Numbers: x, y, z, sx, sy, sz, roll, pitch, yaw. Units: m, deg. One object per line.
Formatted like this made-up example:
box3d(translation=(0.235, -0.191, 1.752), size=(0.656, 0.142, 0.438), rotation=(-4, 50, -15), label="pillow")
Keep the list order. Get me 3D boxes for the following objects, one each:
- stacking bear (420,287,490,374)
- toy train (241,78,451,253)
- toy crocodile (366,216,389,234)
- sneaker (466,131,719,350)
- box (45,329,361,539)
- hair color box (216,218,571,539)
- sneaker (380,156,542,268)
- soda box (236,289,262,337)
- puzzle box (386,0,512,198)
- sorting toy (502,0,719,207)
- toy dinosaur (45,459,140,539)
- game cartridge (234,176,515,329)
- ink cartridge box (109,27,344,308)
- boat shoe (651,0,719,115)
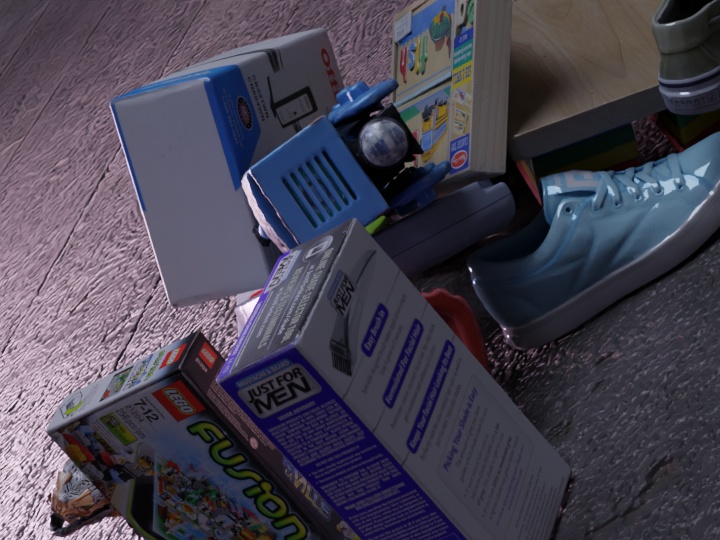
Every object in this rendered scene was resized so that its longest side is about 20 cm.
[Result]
box3d(translation=(0.005, 0.075, 1.421), size=(0.121, 0.114, 0.200), rotation=(-21, 6, -9), label="stacking bear")
box3d(translation=(-0.015, -0.056, 1.414), size=(0.114, 0.087, 0.200), rotation=(-33, 2, -6), label="toy train")
box3d(translation=(0.043, -0.083, 1.750), size=(0.067, 0.062, 0.200), rotation=(24, 64, 24), label="toy crocodile")
box3d(translation=(0.153, -0.035, 1.416), size=(0.200, 0.082, 0.074), rotation=(-38, 21, 9), label="sneaker")
box3d(translation=(-0.073, 0.132, 1.300), size=(0.110, 0.200, 0.035), rotation=(-26, 24, 34), label="box")
box3d(translation=(0.022, 0.084, 1.230), size=(0.065, 0.200, 0.110), rotation=(-25, 25, 35), label="hair color box")
box3d(translation=(0.086, -0.058, 1.586), size=(0.199, 0.082, 0.073), rotation=(-19, 26, 43), label="sneaker")
box3d(translation=(-0.047, 0.022, 1.685), size=(0.068, 0.064, 0.200), rotation=(-36, 20, 11), label="soda box")
box3d(translation=(0.056, -0.117, 1.496), size=(0.200, 0.025, 0.134), rotation=(161, 111, -75), label="puzzle box")
box3d(translation=(0.172, -0.128, 1.513), size=(0.198, 0.070, 0.200), rotation=(-20, 28, -2), label="sorting toy")
box3d(translation=(-0.126, 0.126, 1.500), size=(0.199, 0.102, 0.136), rotation=(-12, -40, -32), label="toy dinosaur")
box3d(translation=(0.000, 0.000, 1.448), size=(0.133, 0.042, 0.200), rotation=(-33, 3, -27), label="game cartridge")
box3d(translation=(-0.074, -0.075, 1.577), size=(0.084, 0.147, 0.200), rotation=(-13, 10, 26), label="ink cartridge box")
box3d(translation=(0.224, -0.166, 1.409), size=(0.072, 0.062, 0.200), rotation=(-5, 29, 23), label="boat shoe")
